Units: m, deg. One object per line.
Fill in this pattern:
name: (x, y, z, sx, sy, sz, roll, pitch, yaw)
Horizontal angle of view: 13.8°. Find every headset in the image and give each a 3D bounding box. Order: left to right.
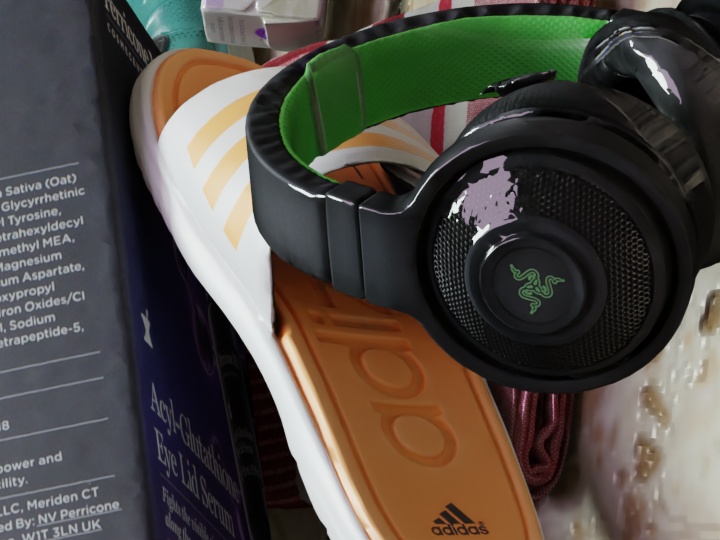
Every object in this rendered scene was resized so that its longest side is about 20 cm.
headset: (0.064, -0.033, 0.682, 0.200, 0.123, 0.094, 17, 125, 34)

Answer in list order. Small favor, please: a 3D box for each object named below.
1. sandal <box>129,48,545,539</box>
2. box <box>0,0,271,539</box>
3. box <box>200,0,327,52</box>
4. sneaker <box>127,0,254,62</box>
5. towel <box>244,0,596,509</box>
sandal: (0.007, 0.001, 0.776, 0.059, 0.079, 0.207, -60, 43, 35)
box: (-0.096, 0.029, 0.856, 0.148, 0.104, 0.200, 57, -157, -67)
box: (-0.022, -0.171, 0.956, 0.041, 0.039, 0.200, 95, 180, -78)
sneaker: (-0.086, -0.012, 0.984, 0.071, 0.080, 0.200, -13, 69, 60)
towel: (0.007, -0.002, 0.876, 0.200, 0.023, 0.144, -10, 73, 62)
